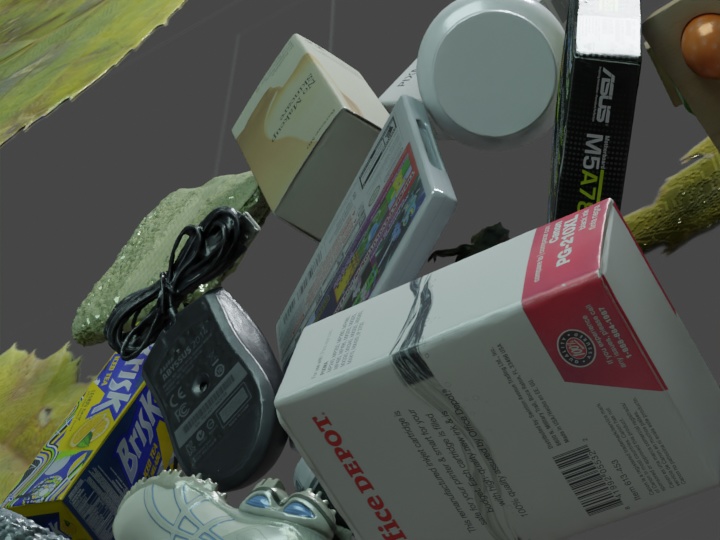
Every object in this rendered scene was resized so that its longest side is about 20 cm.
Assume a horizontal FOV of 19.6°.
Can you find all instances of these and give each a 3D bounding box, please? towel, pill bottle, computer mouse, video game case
[{"bbox_3d":[-0.150,-0.016,1.726,0.148,0.037,0.200,-16,29,37],"label":"towel"},{"bbox_3d":[0.097,-0.143,1.486,0.112,0.113,0.200,-30,4,8],"label":"pill bottle"},{"bbox_3d":[-0.091,0.066,1.388,0.138,0.053,0.201,-43,47,20],"label":"computer mouse"},{"bbox_3d":[0.000,0.000,1.394,0.201,0.023,0.182,-61,16,19],"label":"video game case"}]

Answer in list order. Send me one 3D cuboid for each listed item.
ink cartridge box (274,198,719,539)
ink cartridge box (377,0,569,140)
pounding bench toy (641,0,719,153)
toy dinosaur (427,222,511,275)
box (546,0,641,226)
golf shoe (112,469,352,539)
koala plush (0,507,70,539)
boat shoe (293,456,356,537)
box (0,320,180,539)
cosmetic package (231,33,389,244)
[{"bbox_3d":[0.076,0.072,1.124,0.199,0.145,0.085,-23,24,23],"label":"ink cartridge box"},{"bbox_3d":[0.080,-0.181,1.736,0.176,0.045,0.200,0,40,50],"label":"ink cartridge box"},{"bbox_3d":[0.243,-0.134,1.292,0.199,0.125,0.156,-29,11,38],"label":"pounding bench toy"},{"bbox_3d":[0.057,0.027,1.367,0.088,0.048,0.201,-19,30,16],"label":"toy dinosaur"},{"bbox_3d":[0.144,-0.089,1.304,0.047,0.194,0.200,4,31,5],"label":"box"},{"bbox_3d":[-0.096,0.176,1.242,0.199,0.078,0.097,-7,41,48],"label":"golf shoe"},{"bbox_3d":[-0.222,0.221,1.218,0.177,0.184,0.200,-41,12,-17],"label":"koala plush"},{"bbox_3d":[0.046,0.077,1.249,0.200,0.069,0.057,-47,56,-7],"label":"boat shoe"},{"bbox_3d":[-0.163,0.116,1.453,0.070,0.064,0.200,-13,30,39],"label":"box"},{"bbox_3d":[-0.033,-0.103,1.646,0.106,0.071,0.200,-56,23,11],"label":"cosmetic package"}]
